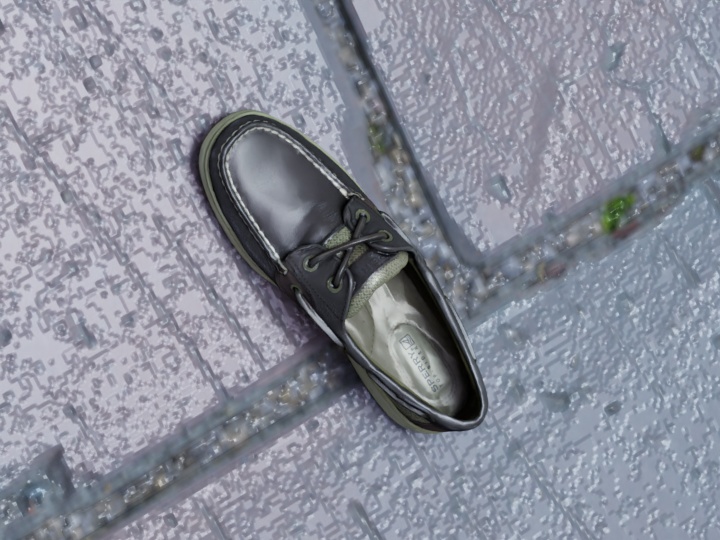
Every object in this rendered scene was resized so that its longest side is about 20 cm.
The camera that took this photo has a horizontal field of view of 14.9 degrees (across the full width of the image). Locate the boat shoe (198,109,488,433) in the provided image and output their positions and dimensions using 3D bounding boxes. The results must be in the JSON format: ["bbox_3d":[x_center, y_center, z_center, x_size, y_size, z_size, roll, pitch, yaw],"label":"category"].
[{"bbox_3d":[0.000,0.000,1.363,0.073,0.065,0.200,-47,107,-14],"label":"boat shoe"}]
